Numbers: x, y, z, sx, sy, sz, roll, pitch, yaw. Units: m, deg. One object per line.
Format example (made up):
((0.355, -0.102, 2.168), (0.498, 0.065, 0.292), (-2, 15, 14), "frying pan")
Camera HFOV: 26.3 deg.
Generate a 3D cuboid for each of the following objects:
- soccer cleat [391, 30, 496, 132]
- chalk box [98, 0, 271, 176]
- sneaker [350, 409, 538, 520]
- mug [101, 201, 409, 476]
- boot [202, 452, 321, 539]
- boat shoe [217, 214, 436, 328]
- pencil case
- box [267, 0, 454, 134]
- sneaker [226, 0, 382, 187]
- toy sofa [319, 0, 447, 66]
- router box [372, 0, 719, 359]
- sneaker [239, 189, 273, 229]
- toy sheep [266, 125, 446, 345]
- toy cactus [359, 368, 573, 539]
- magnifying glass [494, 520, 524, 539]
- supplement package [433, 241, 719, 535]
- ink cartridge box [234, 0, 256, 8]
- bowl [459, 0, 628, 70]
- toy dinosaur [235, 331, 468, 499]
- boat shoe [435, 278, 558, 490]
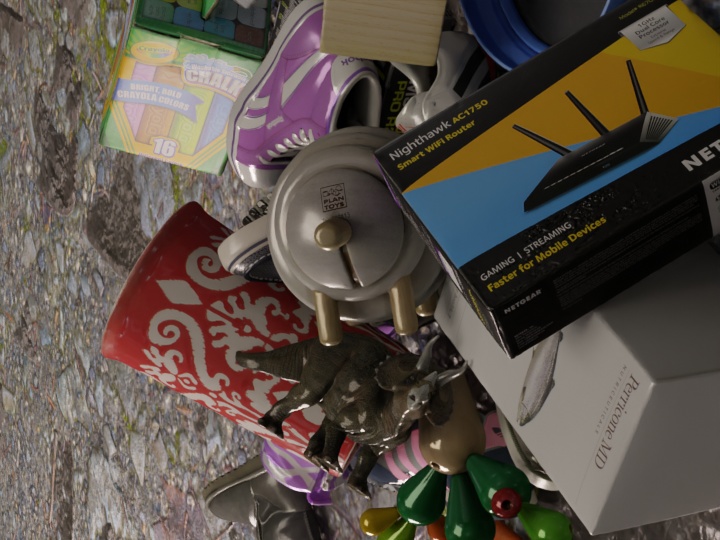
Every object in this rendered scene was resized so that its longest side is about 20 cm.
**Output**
((0.068, -0.083, 1.050), (0.069, 0.085, 0.201), (122, 146, -50), "soccer cleat")
((-0.154, -0.207, 1.397), (0.201, 0.123, 0.125), (116, 163, -45), "chalk box")
((0.059, 0.125, 1.143), (0.199, 0.070, 0.083), (7, 106, 53), "sneaker")
((-0.068, 0.051, 1.165), (0.134, 0.199, 0.177), (-62, -7, 15), "mug")
((-0.076, 0.278, 1.434), (0.182, 0.072, 0.201), (-41, 65, 59), "boot")
((0.000, 0.000, 1.106), (0.075, 0.199, 0.093), (-47, 61, 53), "boat shoe")
((-0.025, 0.098, 1.278), (0.086, 0.083, 0.201), (-115, 34, -50), "pencil case")
((-0.006, -0.184, 1.245), (0.200, 0.044, 0.161), (55, 139, 43), "box")
((-0.044, -0.108, 1.209), (0.115, 0.072, 0.201), (64, 146, 28), "sneaker")
((0.017, -0.229, 1.071), (0.200, 0.082, 0.098), (-90, 7, -57), "toy sofa")
((0.127, -0.060, 0.860), (0.149, 0.199, 0.051), (55, 174, 43), "router box")
((-0.050, -0.009, 1.297), (0.078, 0.090, 0.201), (40, 142, 19), "sneaker")
((0.002, -0.026, 0.986), (0.200, 0.137, 0.139), (-42, -49, -82), "toy sheep")
((0.058, 0.151, 1.024), (0.200, 0.102, 0.166), (154, 108, -65), "toy cactus")
((0.128, 0.214, 1.081), (0.200, 0.022, 0.080), (33, 123, 54), "magnifying glass")
((0.147, 0.037, 0.911), (0.200, 0.117, 0.117), (55, 140, 43), "supplement package")
((-0.018, -0.308, 1.094), (0.200, 0.043, 0.197), (-40, 24, 38), "ink cartridge box")
((0.125, -0.226, 0.995), (0.200, 0.039, 0.202), (14, 106, 61), "bowl")
((-0.006, 0.082, 1.024), (0.103, 0.077, 0.200), (-54, 36, -10), "toy dinosaur")
((0.104, 0.046, 1.037), (0.203, 0.072, 0.060), (65, 157, 22), "boat shoe")
